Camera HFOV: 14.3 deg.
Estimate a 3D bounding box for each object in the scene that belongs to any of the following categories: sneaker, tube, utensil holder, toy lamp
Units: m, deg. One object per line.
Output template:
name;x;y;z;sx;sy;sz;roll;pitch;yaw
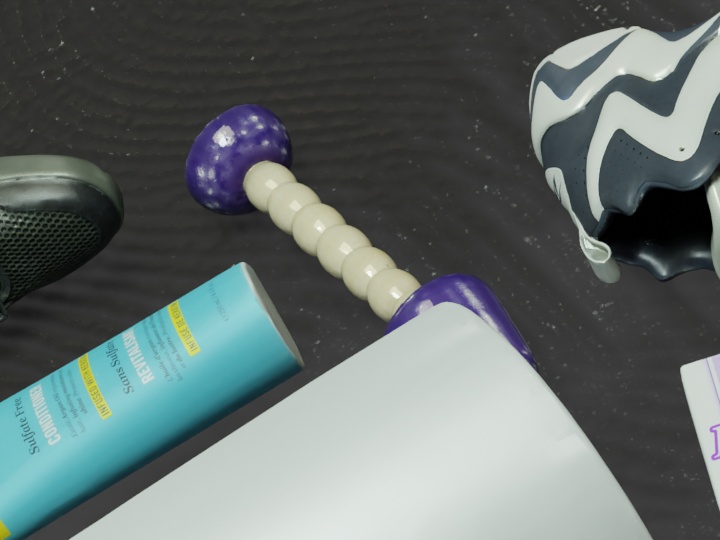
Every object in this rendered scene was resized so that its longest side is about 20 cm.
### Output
sneaker;-0.189;0.024;1.220;0.199;0.076;0.114;-18;48;12
tube;-0.120;0.068;1.175;0.200;0.050;0.078;-31;39;2
utensil holder;-0.009;0.129;0.987;0.200;0.170;0.170;-33;46;-9
toy lamp;0.000;0.000;1.172;0.058;0.058;0.200;-39;46;-13
sneaker;0.166;-0.053;1.132;0.199;0.080;0.130;-15;48;11

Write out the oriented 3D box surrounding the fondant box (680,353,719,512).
fondant box;0.204;0.100;0.997;0.144;0.058;0.200;-19;45;8
